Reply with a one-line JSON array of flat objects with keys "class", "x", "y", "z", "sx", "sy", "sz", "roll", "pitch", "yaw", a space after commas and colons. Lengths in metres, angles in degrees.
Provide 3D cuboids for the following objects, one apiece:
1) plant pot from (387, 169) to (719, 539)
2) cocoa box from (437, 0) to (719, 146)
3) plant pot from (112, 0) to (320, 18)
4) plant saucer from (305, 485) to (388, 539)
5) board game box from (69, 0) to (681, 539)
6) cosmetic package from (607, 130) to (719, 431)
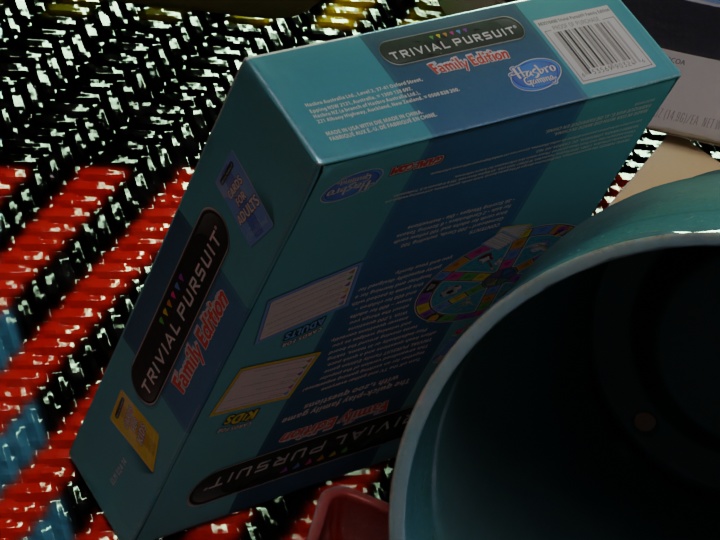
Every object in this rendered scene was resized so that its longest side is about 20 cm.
[{"class": "plant pot", "x": 0.124, "y": 0.054, "z": 0.789, "sx": 0.200, "sy": 0.200, "sz": 0.188, "roll": 30, "pitch": 23, "yaw": 1}, {"class": "cocoa box", "x": 0.110, "y": -0.157, "z": 1.008, "sx": 0.133, "sy": 0.132, "sz": 0.200, "roll": 11, "pitch": 24, "yaw": -17}, {"class": "plant pot", "x": -0.096, "y": -0.181, "z": 0.955, "sx": 0.190, "sy": 0.200, "sz": 0.200, "roll": 14, "pitch": 44, "yaw": -34}, {"class": "plant saucer", "x": 0.052, "y": 0.188, "z": 0.778, "sx": 0.199, "sy": 0.037, "sz": 0.200, "roll": 23, "pitch": 43, "yaw": -6}, {"class": "board game box", "x": 0.000, "y": 0.000, "z": 0.804, "sx": 0.151, "sy": 0.200, "sz": 0.047, "roll": -15, "pitch": 59, "yaw": -36}, {"class": "cosmetic package", "x": 0.169, "y": 0.045, "z": 0.942, "sx": 0.200, "sy": 0.071, "sz": 0.105, "roll": 35, "pitch": 43, "yaw": 6}]
